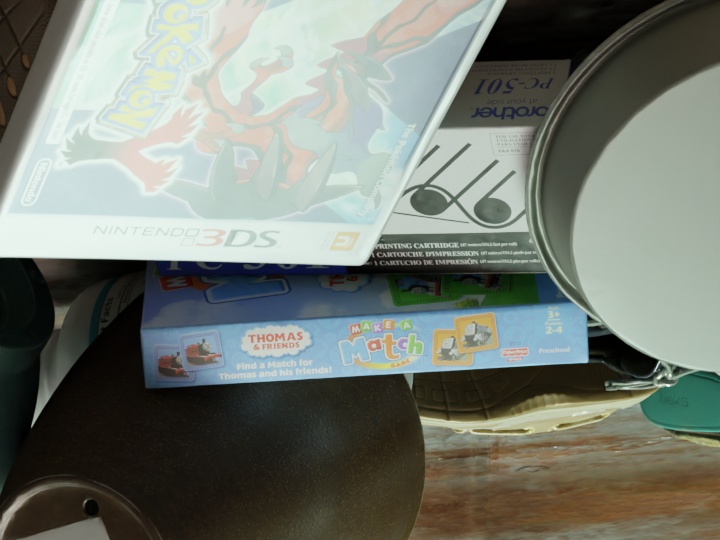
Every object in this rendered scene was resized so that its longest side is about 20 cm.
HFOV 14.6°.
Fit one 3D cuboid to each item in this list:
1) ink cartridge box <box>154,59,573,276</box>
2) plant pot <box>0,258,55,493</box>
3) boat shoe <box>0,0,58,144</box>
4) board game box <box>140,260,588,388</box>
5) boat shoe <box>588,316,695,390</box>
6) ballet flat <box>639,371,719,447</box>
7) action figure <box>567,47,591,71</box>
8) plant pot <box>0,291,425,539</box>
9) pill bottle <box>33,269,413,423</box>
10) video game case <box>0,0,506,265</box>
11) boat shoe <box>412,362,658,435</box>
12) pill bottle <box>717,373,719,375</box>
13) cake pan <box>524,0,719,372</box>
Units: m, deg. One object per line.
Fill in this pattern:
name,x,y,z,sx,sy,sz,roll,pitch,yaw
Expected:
ink cartridge box,-0.001,-0.043,1.236,0.199,0.044,0.094,-1,138,14
plant pot,-0.228,0.035,1.319,0.134,0.201,0.200,-45,143,21
boat shoe,-0.130,-0.072,1.174,0.072,0.076,0.200,-5,160,-20
board game box,0.000,0.000,1.311,0.199,0.151,0.037,-4,117,0
boat shoe,0.153,0.032,1.537,0.200,0.062,0.075,11,152,-38
ballet flat,0.238,0.078,1.610,0.071,0.071,0.200,8,-177,-30
action figure,0.116,-0.065,1.269,0.200,0.055,0.118,-16,159,36
plant pot,-0.090,0.111,1.313,0.186,0.187,0.200,-13,-171,24
pill bottle,-0.081,0.049,1.465,0.199,0.111,0.111,-13,159,24
video game case,-0.042,-0.077,1.110,0.182,0.023,0.200,1,135,-30
boat shoe,0.073,0.065,1.597,0.199,0.074,0.069,1,154,-17
pill bottle,0.240,-0.015,1.341,0.115,0.116,0.200,6,159,-27
cake pan,0.170,-0.033,1.179,0.200,0.037,0.201,-5,129,-6
